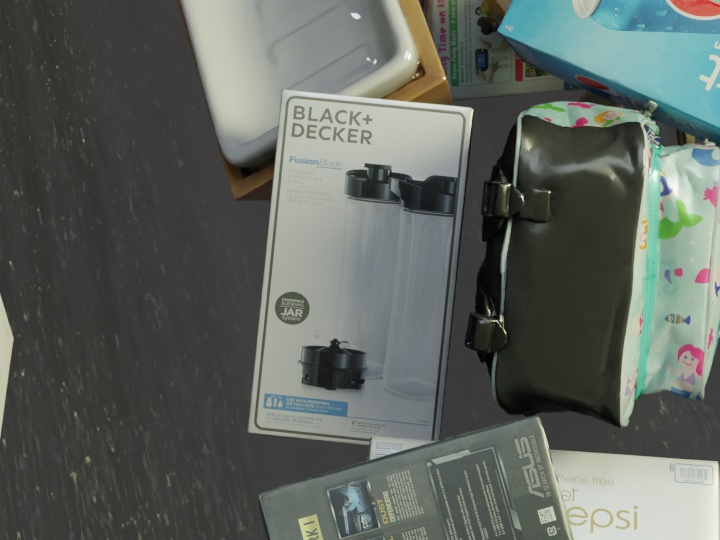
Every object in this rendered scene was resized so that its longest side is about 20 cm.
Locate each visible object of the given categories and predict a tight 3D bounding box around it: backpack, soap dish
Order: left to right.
[{"bbox_3d":[-0.031,-0.154,1.265,0.157,0.081,0.201,-28,57,17],"label":"soap dish"},{"bbox_3d":[0.136,-0.010,1.130,0.149,0.200,0.179,4,97,1],"label":"backpack"}]

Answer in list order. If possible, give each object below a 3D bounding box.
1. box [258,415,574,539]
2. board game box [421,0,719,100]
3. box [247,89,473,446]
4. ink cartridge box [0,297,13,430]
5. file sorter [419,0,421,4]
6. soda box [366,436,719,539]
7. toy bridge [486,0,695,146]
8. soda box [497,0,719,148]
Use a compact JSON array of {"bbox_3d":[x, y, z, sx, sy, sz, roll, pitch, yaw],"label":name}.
[{"bbox_3d":[0.045,0.193,1.036,0.157,0.051,0.201,-16,82,-3],"label":"box"},{"bbox_3d":[0.139,-0.194,1.277,0.198,0.148,0.064,-5,30,-4],"label":"board game box"},{"bbox_3d":[0.000,0.000,1.151,0.116,0.060,0.202,7,89,3],"label":"box"},{"bbox_3d":[-0.271,0.108,1.130,0.115,0.068,0.201,1,57,1],"label":"ink cartridge box"},{"bbox_3d":[0.106,-0.289,1.358,0.199,0.125,0.139,-12,57,-8],"label":"file sorter"},{"bbox_3d":[0.100,0.142,1.110,0.198,0.068,0.064,5,60,3],"label":"soda box"},{"bbox_3d":[0.162,-0.117,1.237,0.067,0.027,0.200,-38,96,-3],"label":"toy bridge"},{"bbox_3d":[0.185,-0.124,1.151,0.199,0.064,0.068,27,89,22],"label":"soda box"}]
